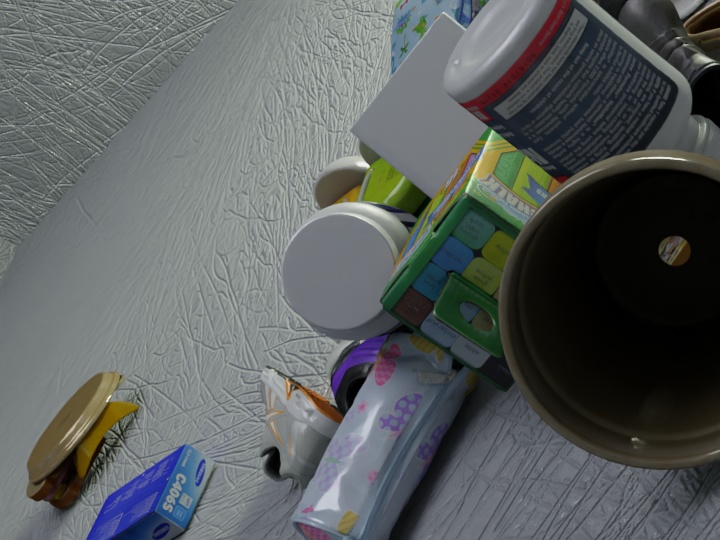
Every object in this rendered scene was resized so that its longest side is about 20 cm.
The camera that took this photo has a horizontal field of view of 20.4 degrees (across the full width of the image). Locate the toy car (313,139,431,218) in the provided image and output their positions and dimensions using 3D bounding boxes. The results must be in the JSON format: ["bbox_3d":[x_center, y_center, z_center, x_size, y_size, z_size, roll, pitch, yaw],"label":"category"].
[{"bbox_3d":[0.032,-0.037,1.891,0.200,0.150,0.175,-43,22,47],"label":"toy car"}]

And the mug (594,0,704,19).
[{"bbox_3d":[0.258,-0.309,1.850,0.187,0.149,0.153,-44,8,0],"label":"mug"}]

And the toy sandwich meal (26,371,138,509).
[{"bbox_3d":[-0.369,0.225,2.654,0.205,0.070,0.205,-46,14,15],"label":"toy sandwich meal"}]

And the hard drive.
[{"bbox_3d":[0.109,-0.109,1.735,0.132,0.200,0.025,-51,-4,11],"label":"hard drive"}]

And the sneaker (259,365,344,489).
[{"bbox_3d":[-0.073,0.155,1.942,0.092,0.076,0.200,-59,15,-1],"label":"sneaker"}]

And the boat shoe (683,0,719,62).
[{"bbox_3d":[0.328,-0.215,1.555,0.200,0.069,0.074,-39,22,43],"label":"boat shoe"}]

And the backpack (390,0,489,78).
[{"bbox_3d":[0.098,-0.204,1.836,0.163,0.154,0.200,-23,66,48],"label":"backpack"}]

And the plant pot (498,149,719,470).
[{"bbox_3d":[0.200,0.008,1.305,0.200,0.200,0.174,-49,0,19],"label":"plant pot"}]

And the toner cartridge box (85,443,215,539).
[{"bbox_3d":[-0.241,0.270,2.228,0.200,0.043,0.095,-35,26,49],"label":"toner cartridge box"}]

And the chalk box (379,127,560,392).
[{"bbox_3d":[0.105,-0.005,1.532,0.124,0.125,0.200,-53,6,28],"label":"chalk box"}]

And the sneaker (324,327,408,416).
[{"bbox_3d":[0.047,0.068,1.800,0.200,0.070,0.100,-49,25,25],"label":"sneaker"}]

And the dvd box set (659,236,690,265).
[{"bbox_3d":[0.207,0.006,1.516,0.200,0.029,0.146,-55,16,-5],"label":"dvd box set"}]

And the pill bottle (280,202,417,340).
[{"bbox_3d":[0.000,0.000,1.675,0.116,0.116,0.200,-52,-8,7],"label":"pill bottle"}]

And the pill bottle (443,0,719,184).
[{"bbox_3d":[0.171,-0.119,1.460,0.120,0.200,0.120,-48,16,19],"label":"pill bottle"}]

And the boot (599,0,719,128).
[{"bbox_3d":[0.248,-0.139,1.595,0.070,0.200,0.132,-32,62,2],"label":"boot"}]

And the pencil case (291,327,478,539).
[{"bbox_3d":[0.022,0.149,1.661,0.091,0.083,0.200,6,60,51],"label":"pencil case"}]
